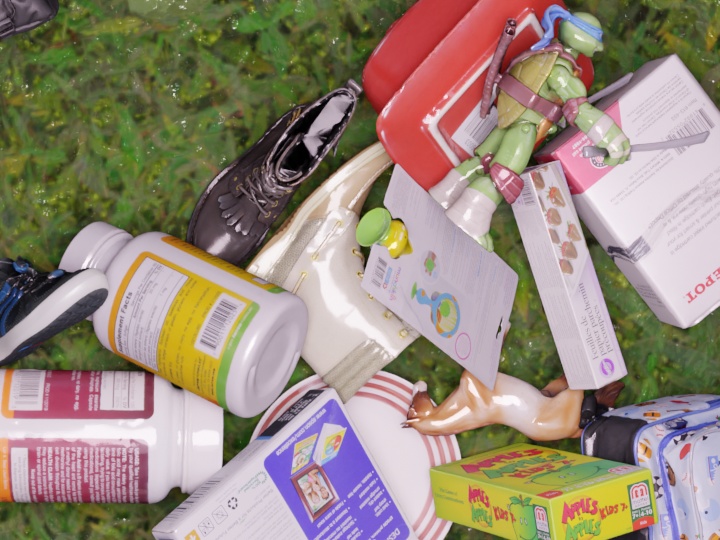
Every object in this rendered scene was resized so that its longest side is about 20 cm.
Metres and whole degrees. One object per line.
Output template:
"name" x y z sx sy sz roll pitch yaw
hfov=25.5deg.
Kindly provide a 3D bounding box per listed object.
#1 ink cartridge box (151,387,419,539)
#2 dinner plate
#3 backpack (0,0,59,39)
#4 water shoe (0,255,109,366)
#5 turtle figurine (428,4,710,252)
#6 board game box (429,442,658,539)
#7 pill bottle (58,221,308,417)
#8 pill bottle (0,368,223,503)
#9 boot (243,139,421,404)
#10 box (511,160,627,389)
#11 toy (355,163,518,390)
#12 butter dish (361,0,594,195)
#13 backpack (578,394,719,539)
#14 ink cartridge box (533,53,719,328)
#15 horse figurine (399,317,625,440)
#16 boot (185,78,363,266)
"ink cartridge box" -0.051 0.237 1.354 0.198 0.043 0.200 -40 109 -32
"dinner plate" -0.007 0.187 1.438 0.199 0.024 0.201 0 93 -8
"backpack" -0.357 -0.291 1.321 0.163 0.154 0.201 -20 117 -3
"water shoe" -0.283 0.024 1.318 0.071 0.200 0.079 -24 87 -44
"turtle figurine" 0.161 -0.096 1.285 0.194 0.144 0.200 -49 142 8
"board game box" 0.152 0.191 1.358 0.101 0.200 0.048 -13 96 -25
"pill bottle" -0.154 0.034 1.342 0.199 0.111 0.111 25 90 20
"pill bottle" -0.219 0.142 1.364 0.199 0.114 0.115 2 93 -7
"boot" 0.000 0.000 1.395 0.155 0.072 0.200 42 94 3
"box" 0.179 0.005 1.390 0.039 0.041 0.201 -22 96 -32
"toy" 0.059 0.009 1.358 0.200 0.047 0.116 41 56 -45
"butter dish" 0.078 -0.172 1.374 0.200 0.200 0.148 -48 55 -4
"backpack" 0.303 0.193 1.405 0.190 0.154 0.201 -15 101 -40
"ink cartridge box" 0.277 -0.070 1.429 0.145 0.084 0.200 -39 96 -4
"horse figurine" 0.147 0.103 1.430 0.199 0.050 0.133 17 73 -8
"boot" -0.077 -0.078 1.339 0.069 0.174 0.200 37 88 -8
